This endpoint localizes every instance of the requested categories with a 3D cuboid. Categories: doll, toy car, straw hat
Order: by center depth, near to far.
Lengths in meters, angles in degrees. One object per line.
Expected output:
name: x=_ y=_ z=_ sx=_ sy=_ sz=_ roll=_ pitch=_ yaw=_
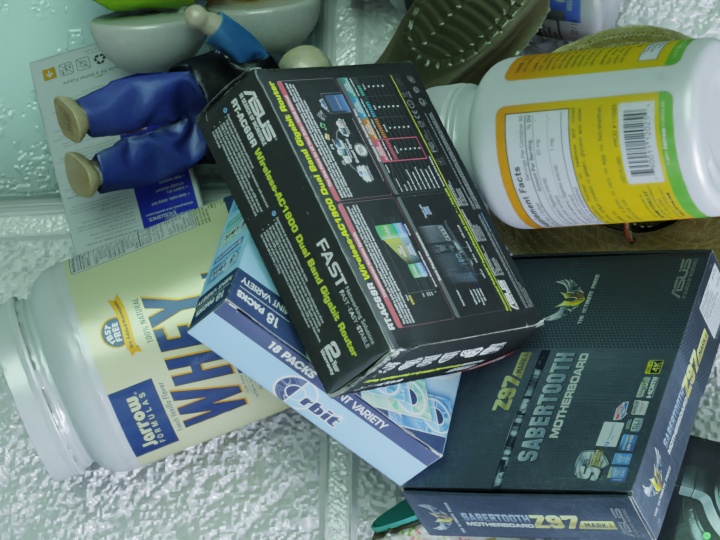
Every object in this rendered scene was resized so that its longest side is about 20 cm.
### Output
straw hat: x=0.190 y=-0.067 z=1.707 sx=0.201 sy=0.085 sz=0.201 roll=0 pitch=90 yaw=28
doll: x=-0.106 y=-0.115 z=1.749 sx=0.200 sy=0.137 sz=0.048 roll=-18 pitch=21 yaw=-25
toy car: x=-0.127 y=-0.239 z=1.806 sx=0.200 sy=0.175 sz=0.150 roll=-12 pitch=18 yaw=-27

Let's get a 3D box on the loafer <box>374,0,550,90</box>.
loafer: x=0.054 y=-0.132 z=1.728 sx=0.200 sy=0.067 sz=0.076 roll=-44 pitch=57 yaw=9

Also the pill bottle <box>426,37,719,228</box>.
pill bottle: x=0.138 y=-0.084 z=1.623 sx=0.200 sy=0.111 sz=0.111 roll=-3 pitch=63 yaw=28

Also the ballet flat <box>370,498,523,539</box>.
ballet flat: x=0.104 y=0.138 z=1.645 sx=0.200 sy=0.076 sz=0.064 roll=-33 pitch=98 yaw=-1

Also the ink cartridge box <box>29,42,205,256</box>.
ink cartridge box: x=-0.165 y=-0.072 z=1.799 sx=0.095 sy=0.037 sz=0.200 roll=-17 pitch=61 yaw=0

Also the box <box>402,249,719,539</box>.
box: x=0.131 y=0.075 z=1.597 sx=0.158 sy=0.051 sz=0.200 roll=-2 pitch=46 yaw=32

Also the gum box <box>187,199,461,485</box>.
gum box: x=-0.009 y=0.010 z=1.602 sx=0.170 sy=0.045 sz=0.200 roll=37 pitch=38 yaw=-19

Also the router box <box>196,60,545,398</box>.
router box: x=0.007 y=-0.028 z=1.560 sx=0.062 sy=0.150 sz=0.200 roll=-38 pitch=70 yaw=36

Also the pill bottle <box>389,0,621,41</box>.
pill bottle: x=0.082 y=-0.227 z=1.789 sx=0.200 sy=0.114 sz=0.114 roll=10 pitch=67 yaw=13

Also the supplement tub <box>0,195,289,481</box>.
supplement tub: x=-0.128 y=0.045 z=1.678 sx=0.200 sy=0.145 sz=0.145 roll=-22 pitch=64 yaw=-2

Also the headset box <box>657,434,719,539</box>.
headset box: x=0.235 y=0.207 z=1.574 sx=0.200 sy=0.093 sz=0.174 roll=13 pitch=68 yaw=15
